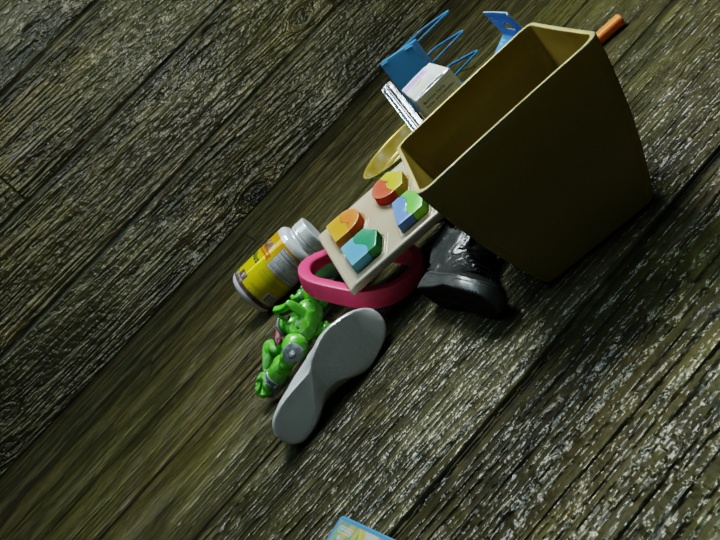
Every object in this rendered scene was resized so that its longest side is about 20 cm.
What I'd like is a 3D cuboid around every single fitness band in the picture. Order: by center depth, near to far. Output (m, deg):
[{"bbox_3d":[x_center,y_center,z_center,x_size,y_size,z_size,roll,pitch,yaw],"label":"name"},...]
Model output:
[{"bbox_3d":[0.000,0.000,0.946,0.198,0.038,0.144,10,39,37],"label":"fitness band"}]

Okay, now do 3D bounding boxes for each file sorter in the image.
[{"bbox_3d":[0.165,-0.379,1.258,0.123,0.200,0.139,-47,17,-16],"label":"file sorter"}]

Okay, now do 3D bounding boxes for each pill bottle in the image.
[{"bbox_3d":[-0.168,-0.015,1.361,0.200,0.109,0.109,-43,17,9],"label":"pill bottle"}]

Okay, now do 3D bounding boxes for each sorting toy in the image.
[{"bbox_3d":[0.027,-0.074,0.917,0.185,0.036,0.200,-41,30,5],"label":"sorting toy"}]

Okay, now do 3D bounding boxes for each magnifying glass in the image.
[{"bbox_3d":[0.343,-0.339,1.054,0.200,0.022,0.080,-40,18,17],"label":"magnifying glass"}]

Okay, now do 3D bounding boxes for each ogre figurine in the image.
[{"bbox_3d":[-0.099,0.093,0.991,0.200,0.098,0.120,-44,2,-36],"label":"ogre figurine"}]

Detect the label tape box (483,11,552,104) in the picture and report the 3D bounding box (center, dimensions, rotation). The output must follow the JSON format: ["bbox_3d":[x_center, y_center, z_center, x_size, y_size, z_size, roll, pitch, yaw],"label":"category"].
[{"bbox_3d":[0.210,-0.225,0.806,0.066,0.200,0.144,-43,17,14],"label":"label tape box"}]

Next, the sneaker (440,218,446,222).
[{"bbox_3d":[0.125,-0.134,1.016,0.200,0.076,0.114,-51,16,-27],"label":"sneaker"}]

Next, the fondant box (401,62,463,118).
[{"bbox_3d":[0.146,-0.175,0.842,0.058,0.200,0.145,-41,17,11],"label":"fondant box"}]

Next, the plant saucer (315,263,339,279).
[{"bbox_3d":[-0.013,-0.038,1.117,0.201,0.039,0.201,-40,-2,-1],"label":"plant saucer"}]

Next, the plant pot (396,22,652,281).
[{"bbox_3d":[0.176,-0.112,0.668,0.200,0.176,0.200,-41,20,13],"label":"plant pot"}]

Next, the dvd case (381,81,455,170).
[{"bbox_3d":[0.109,-0.165,0.876,0.022,0.146,0.201,-40,44,15],"label":"dvd case"}]

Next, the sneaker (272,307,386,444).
[{"bbox_3d":[-0.047,0.129,0.843,0.200,0.075,0.088,-49,6,-7],"label":"sneaker"}]

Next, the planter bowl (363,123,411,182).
[{"bbox_3d":[0.105,-0.219,1.231,0.200,0.083,0.201,-41,19,17],"label":"planter bowl"}]

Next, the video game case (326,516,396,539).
[{"bbox_3d":[-0.032,0.299,0.501,0.201,0.018,0.143,-54,20,-24],"label":"video game case"}]

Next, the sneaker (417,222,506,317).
[{"bbox_3d":[0.126,-0.009,0.751,0.105,0.060,0.200,-54,15,-10],"label":"sneaker"}]
